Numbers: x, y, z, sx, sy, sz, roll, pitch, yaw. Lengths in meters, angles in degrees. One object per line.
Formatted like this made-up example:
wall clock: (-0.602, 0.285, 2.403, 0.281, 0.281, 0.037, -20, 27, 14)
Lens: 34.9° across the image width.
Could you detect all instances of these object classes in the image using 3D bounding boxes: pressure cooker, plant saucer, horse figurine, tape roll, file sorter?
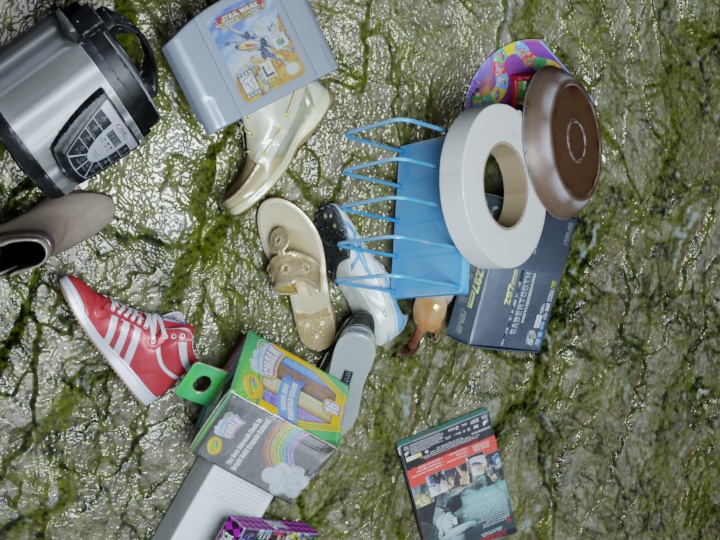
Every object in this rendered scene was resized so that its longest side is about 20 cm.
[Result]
pressure cooker: (-0.322, -0.203, 1.289, 0.199, 0.176, 0.180, -37, 107, -8)
plant saucer: (0.271, -0.168, 1.493, 0.199, 0.032, 0.203, 5, 83, -54)
horse figurine: (0.101, 0.025, 1.503, 0.049, 0.133, 0.202, 21, 88, 11)
tape roll: (0.166, -0.103, 1.405, 0.202, 0.037, 0.206, 6, 83, -51)
file sorter: (0.050, -0.074, 1.418, 0.122, 0.138, 0.203, 9, 81, -36)

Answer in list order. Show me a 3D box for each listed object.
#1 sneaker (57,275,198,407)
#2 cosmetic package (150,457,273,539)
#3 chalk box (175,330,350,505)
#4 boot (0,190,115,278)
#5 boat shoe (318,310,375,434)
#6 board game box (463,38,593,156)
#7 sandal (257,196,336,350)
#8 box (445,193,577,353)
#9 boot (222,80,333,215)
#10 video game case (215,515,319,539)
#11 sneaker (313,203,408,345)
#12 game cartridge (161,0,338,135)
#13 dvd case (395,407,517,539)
sneaker: (-0.280, 0.063, 1.417, 0.112, 0.071, 0.201, -35, 118, -4)
cosmetic package: (-0.193, 0.322, 1.504, 0.101, 0.074, 0.201, 30, 94, -22)
chalk box: (-0.131, 0.174, 1.436, 0.199, 0.124, 0.125, 31, 122, -11)
boot: (-0.373, -0.035, 1.324, 0.198, 0.146, 0.071, -23, 106, -13)
boat shoe: (-0.022, 0.142, 1.512, 0.070, 0.064, 0.201, 21, 124, -6)
board game box: (0.238, -0.211, 1.546, 0.200, 0.039, 0.158, 42, 87, -22)
sandal: (-0.079, 0.013, 1.463, 0.077, 0.070, 0.214, -14, 109, 10)
box: (0.206, 0.007, 1.550, 0.156, 0.051, 0.203, 9, 98, -43)
boot: (-0.144, -0.185, 1.407, 0.154, 0.072, 0.201, 39, 81, -23)
video game case: (-0.153, 0.411, 1.497, 0.183, 0.036, 0.200, -60, 150, 2)
sneaker: (0.000, 0.000, 1.507, 0.072, 0.071, 0.202, -37, 108, -41)
game cartridge: (-0.130, -0.261, 1.354, 0.199, 0.041, 0.134, -33, 105, -29)
dvd case: (0.140, 0.313, 1.640, 0.144, 0.022, 0.202, -20, 106, -13)
